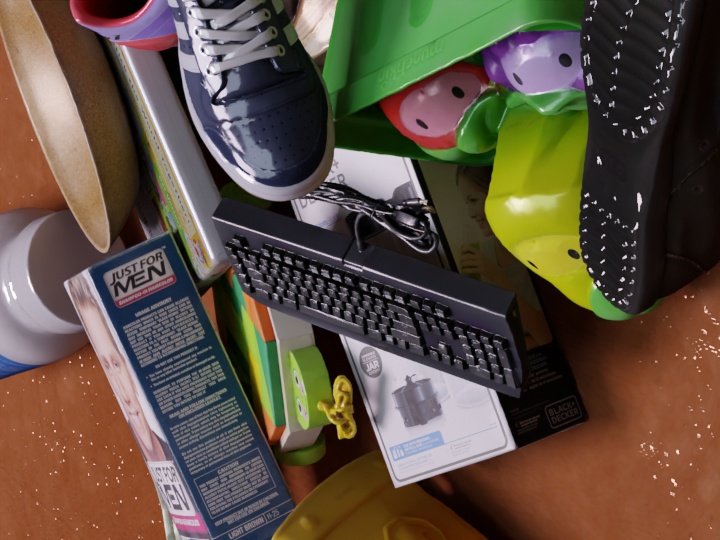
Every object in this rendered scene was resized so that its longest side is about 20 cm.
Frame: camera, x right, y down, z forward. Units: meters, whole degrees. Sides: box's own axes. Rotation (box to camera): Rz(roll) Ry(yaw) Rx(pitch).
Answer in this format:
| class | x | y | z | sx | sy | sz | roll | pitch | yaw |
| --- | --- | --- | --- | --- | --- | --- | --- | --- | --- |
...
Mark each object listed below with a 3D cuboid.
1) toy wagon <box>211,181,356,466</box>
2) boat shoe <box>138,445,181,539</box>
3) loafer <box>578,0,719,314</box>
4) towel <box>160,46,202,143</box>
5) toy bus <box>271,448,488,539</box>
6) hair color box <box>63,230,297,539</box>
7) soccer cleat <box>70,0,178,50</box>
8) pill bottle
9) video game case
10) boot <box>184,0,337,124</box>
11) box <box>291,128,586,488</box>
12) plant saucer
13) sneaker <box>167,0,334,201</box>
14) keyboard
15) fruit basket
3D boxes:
| class | x | y | z | sx | sy | sz | roll | pitch | yaw |
| --- | --- | --- | --- | --- | --- | --- | --- | --- | --- |
| toy wagon | -0.050 | 0.042 | 1.285 | 0.200 | 0.039 | 0.156 | -126 | 26 | -60 |
| boat shoe | -0.106 | 0.118 | 1.411 | 0.072 | 0.061 | 0.202 | -6 | 100 | 12 |
| loafer | 0.144 | -0.075 | 0.966 | 0.073 | 0.071 | 0.200 | 52 | 149 | 43 |
| towel | -0.134 | -0.186 | 1.349 | 0.200 | 0.048 | 0.112 | 58 | 146 | 16 |
| toy bus | 0.032 | 0.237 | 1.259 | 0.192 | 0.136 | 0.200 | 27 | 126 | 23 |
| hair color box | -0.111 | 0.082 | 1.314 | 0.200 | 0.060 | 0.100 | 66 | 163 | -2 |
| soccer cleat | -0.076 | -0.190 | 1.154 | 0.200 | 0.076 | 0.067 | -39 | 68 | 30 |
| pill bottle | -0.249 | 0.018 | 1.510 | 0.200 | 0.112 | 0.113 | -17 | 90 | 52 |
| video game case | -0.132 | -0.084 | 1.312 | 0.182 | 0.023 | 0.200 | 143 | 105 | -75 |
| boot | -0.048 | -0.190 | 1.230 | 0.200 | 0.072 | 0.167 | -31 | 70 | 38 |
| box | 0.039 | 0.012 | 1.207 | 0.117 | 0.060 | 0.200 | -23 | 85 | 51 |
| plant saucer | -0.182 | -0.110 | 1.335 | 0.200 | 0.035 | 0.200 | 59 | 162 | 31 |
| sneaker | -0.066 | -0.138 | 1.044 | 0.109 | 0.070 | 0.200 | 81 | 171 | -70 |
| keyboard | 0.000 | 0.000 | 1.135 | 0.200 | 0.021 | 0.127 | 18 | 140 | 33 |
| fruit basket | 0.086 | -0.074 | 1.067 | 0.215 | 0.155 | 0.216 | -10 | 78 | 53 |
